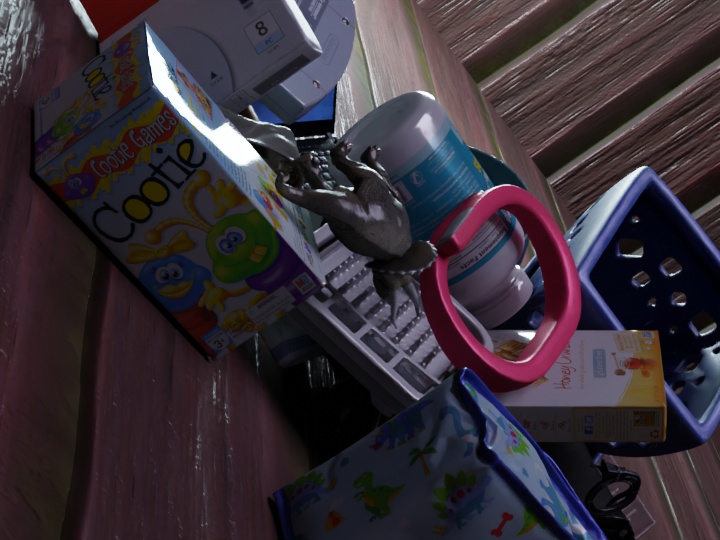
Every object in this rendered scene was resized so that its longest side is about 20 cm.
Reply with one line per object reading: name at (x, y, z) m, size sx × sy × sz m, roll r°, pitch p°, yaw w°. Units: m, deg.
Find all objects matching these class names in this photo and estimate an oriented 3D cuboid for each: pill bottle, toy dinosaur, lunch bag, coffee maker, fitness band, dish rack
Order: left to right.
toy dinosaur at (0.004, -0.042, 1.401) m, size 0.102 × 0.077 × 0.200 m, roll 52°, pitch 2°, yaw 25°
dish rack at (0.014, 0.040, 1.500) m, size 0.171 × 0.044 × 0.200 m, roll 42°, pitch 24°, yaw 4°
pill bottle at (0.067, -0.045, 1.625) m, size 0.201 × 0.110 × 0.111 m, roll 55°, pitch 12°, yaw -20°
lunch bag at (0.065, 0.191, 1.304) m, size 0.200 × 0.169 × 0.128 m, roll 47°, pitch 16°, yaw -33°
fitness band at (0.115, 0.014, 1.535) m, size 0.144 × 0.037 × 0.200 m, roll 58°, pitch 37°, yaw -11°
coffee maker at (0.151, 0.174, 1.621) m, size 0.134 × 0.192 × 0.201 m, roll 24°, pitch 29°, yaw -37°

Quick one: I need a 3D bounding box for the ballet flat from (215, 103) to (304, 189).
ballet flat at (-0.110, -0.091, 1.481) m, size 0.199 × 0.067 × 0.064 m, roll 8°, pitch 54°, yaw -54°

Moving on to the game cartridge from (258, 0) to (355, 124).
game cartridge at (-0.069, -0.212, 1.658) m, size 0.133 × 0.040 × 0.200 m, roll 38°, pitch 35°, yaw -12°

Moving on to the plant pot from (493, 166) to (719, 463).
plant pot at (0.230, 0.059, 1.758) m, size 0.200 × 0.179 × 0.200 m, roll 50°, pitch 44°, yaw -9°

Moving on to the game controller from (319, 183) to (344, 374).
game controller at (0.000, 0.000, 1.641) m, size 0.104 × 0.042 × 0.201 m, roll 39°, pitch 47°, yaw -22°

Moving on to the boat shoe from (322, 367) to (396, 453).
boat shoe at (0.001, 0.115, 1.501) m, size 0.065 × 0.073 × 0.200 m, roll 37°, pitch 18°, yaw -7°

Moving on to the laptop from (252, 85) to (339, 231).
laptop at (-0.042, -0.129, 1.700) m, size 0.177 × 0.104 × 0.200 m, roll -10°, pitch 53°, yaw -49°

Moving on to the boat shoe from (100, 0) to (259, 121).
boat shoe at (-0.140, -0.153, 1.615) m, size 0.200 × 0.072 × 0.065 m, roll 50°, pitch 14°, yaw -3°

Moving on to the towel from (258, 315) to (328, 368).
towel at (-0.084, -0.012, 1.511) m, size 0.200 × 0.024 × 0.147 m, roll 53°, pitch 24°, yaw 10°

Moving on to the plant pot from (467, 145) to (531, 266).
plant pot at (0.062, -0.011, 1.826) m, size 0.201 × 0.198 × 0.135 m, roll -110°, pitch -163°, yaw -46°

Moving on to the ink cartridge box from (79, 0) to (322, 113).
ink cartridge box at (-0.145, -0.214, 1.533) m, size 0.201 × 0.160 × 0.047 m, roll 59°, pitch 12°, yaw 15°

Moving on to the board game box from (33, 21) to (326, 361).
board game box at (-0.127, -0.054, 1.334) m, size 0.200 × 0.103 × 0.105 m, roll 50°, pitch 13°, yaw -31°

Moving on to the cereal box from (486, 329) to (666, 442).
cereal box at (0.149, 0.093, 1.568) m, size 0.144 × 0.198 × 0.040 m, roll -78°, pitch 167°, yaw -66°

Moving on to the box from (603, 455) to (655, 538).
box at (0.203, 0.199, 1.942) m, size 0.201 × 0.075 × 0.100 m, roll 58°, pitch -22°, yaw 2°
